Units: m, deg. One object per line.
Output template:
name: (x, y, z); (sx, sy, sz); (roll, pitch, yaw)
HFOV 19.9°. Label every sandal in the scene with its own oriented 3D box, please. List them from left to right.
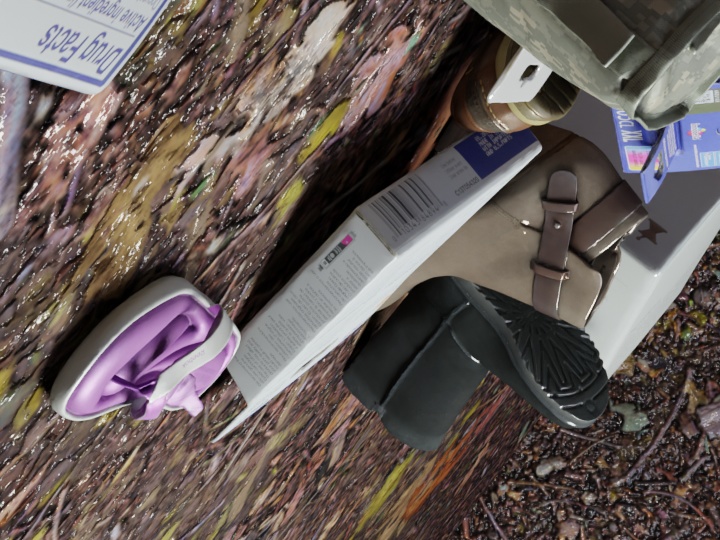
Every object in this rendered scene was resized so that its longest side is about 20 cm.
sandal: (-0.092, 0.047, 1.032); (0.083, 0.050, 0.203); (-55, 168, 9)

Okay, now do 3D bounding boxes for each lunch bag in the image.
lunch bag: (0.101, -0.151, 0.930); (0.118, 0.164, 0.200); (-51, 171, 20)

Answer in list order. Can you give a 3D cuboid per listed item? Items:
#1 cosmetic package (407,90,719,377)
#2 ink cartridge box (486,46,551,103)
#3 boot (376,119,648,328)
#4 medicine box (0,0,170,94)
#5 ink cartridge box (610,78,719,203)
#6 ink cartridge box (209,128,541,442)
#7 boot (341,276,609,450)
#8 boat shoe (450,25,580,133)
cosmetic package: (0.162, -0.038, 1.503); (0.166, 0.167, 0.201); (-44, 166, -34)
ink cartridge box: (0.109, -0.190, 1.092); (0.201, 0.066, 0.116); (-56, 169, 13)
boot: (0.094, -0.011, 1.360); (0.070, 0.146, 0.201); (-40, 163, -54)
medicine box: (-0.067, -0.150, 0.415); (0.201, 0.103, 0.182); (-54, 169, 7)
ink cartridge box: (0.182, -0.144, 1.203); (0.137, 0.076, 0.202); (58, 29, -69)
ink cartridge box: (0.000, 0.000, 1.251); (0.200, 0.043, 0.196); (-44, 176, 36)
boot: (0.080, 0.082, 1.491); (0.065, 0.165, 0.200); (-24, 162, -38)
boat shoe: (0.112, -0.145, 1.270); (0.067, 0.072, 0.200); (-20, -161, 36)
